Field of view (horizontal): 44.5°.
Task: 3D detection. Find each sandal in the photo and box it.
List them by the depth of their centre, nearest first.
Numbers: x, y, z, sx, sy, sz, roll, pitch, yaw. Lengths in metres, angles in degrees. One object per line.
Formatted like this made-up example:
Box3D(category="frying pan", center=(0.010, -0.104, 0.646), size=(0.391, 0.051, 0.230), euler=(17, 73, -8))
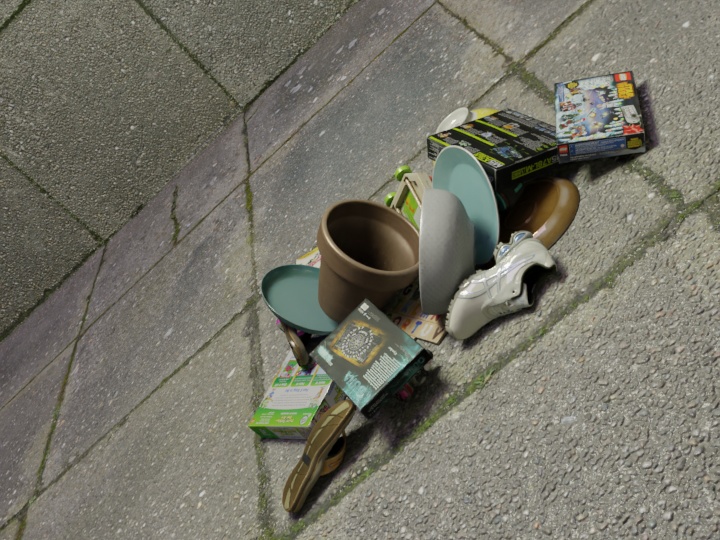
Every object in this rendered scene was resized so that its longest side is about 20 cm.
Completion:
Box3D(category="sandal", center=(-0.057, 0.295, 1.390), size=(0.202, 0.053, 0.080), euler=(-62, 20, 0))
Box3D(category="sandal", center=(-0.116, 0.105, 1.637), size=(0.054, 0.083, 0.200), euler=(-25, 27, -3))

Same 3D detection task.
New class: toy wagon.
Box3D(category="toy wagon", center=(0.092, -0.090, 1.651), size=(0.157, 0.039, 0.201), euler=(66, 149, 33))

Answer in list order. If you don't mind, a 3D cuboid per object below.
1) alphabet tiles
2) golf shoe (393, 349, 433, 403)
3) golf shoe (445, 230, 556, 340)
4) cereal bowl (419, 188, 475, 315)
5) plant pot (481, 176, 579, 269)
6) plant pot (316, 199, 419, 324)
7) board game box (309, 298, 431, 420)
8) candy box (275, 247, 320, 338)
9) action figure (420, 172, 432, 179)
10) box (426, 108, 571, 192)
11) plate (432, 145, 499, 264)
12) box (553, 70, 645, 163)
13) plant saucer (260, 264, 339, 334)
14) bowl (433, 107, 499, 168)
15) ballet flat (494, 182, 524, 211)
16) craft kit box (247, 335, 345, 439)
Box3D(category="alphabet tiles", center=(0.106, 0.070, 1.512), size=(0.168, 0.008, 0.199), euler=(-53, 25, -14))
Box3D(category="golf shoe", center=(0.044, 0.145, 1.431), size=(0.092, 0.073, 0.199), euler=(-48, 34, -15))
Box3D(category="golf shoe", center=(0.211, 0.036, 1.325), size=(0.201, 0.078, 0.097), euler=(-51, 41, 8))
Box3D(category="cereal bowl", center=(0.142, -0.029, 1.406), size=(0.082, 0.202, 0.202), euler=(0, 40, 10))
Box3D(category="plant pot", center=(0.271, -0.085, 1.461), size=(0.199, 0.027, 0.201), euler=(-36, 27, 21))
Box3D(category="plant pot", center=(0.000, 0.000, 1.575), size=(0.202, 0.197, 0.176), euler=(-79, 10, -50))
Box3D(category="board game box", center=(0.010, 0.134, 1.381), size=(0.135, 0.028, 0.200), euler=(-43, 33, -5))
Box3D(category="candy box", center=(-0.089, 0.033, 1.811), size=(0.135, 0.061, 0.202), euler=(-29, 29, 32))
Box3D(category="action figure", center=(0.076, -0.103, 1.754), size=(0.051, 0.066, 0.201), euler=(31, 76, 42))
Box3D(category="box", center=(0.244, -0.211, 1.511), size=(0.191, 0.048, 0.199), euler=(-25, 34, -23))
Box3D(category="plate", center=(0.180, -0.110, 1.455), size=(0.025, 0.204, 0.200), euler=(-18, 16, -21))
Box3D(category="box", center=(0.390, -0.255, 1.448), size=(0.134, 0.040, 0.202), euler=(-6, 39, 15))
Box3D(category="plant saucer", center=(-0.093, 0.058, 1.640), size=(0.201, 0.197, 0.028), euler=(-91, 19, -57))
Box3D(category="bowl", center=(0.209, -0.250, 1.708), size=(0.199, 0.108, 0.201), euler=(-36, 26, 21))
Box3D(category="ballet flat", center=(0.215, -0.133, 1.527), size=(0.068, 0.069, 0.199), euler=(-41, 23, -20))
Box3D(category="craft kit box", center=(-0.092, 0.207, 1.579), size=(0.199, 0.049, 0.199), euler=(-12, 39, 51))
